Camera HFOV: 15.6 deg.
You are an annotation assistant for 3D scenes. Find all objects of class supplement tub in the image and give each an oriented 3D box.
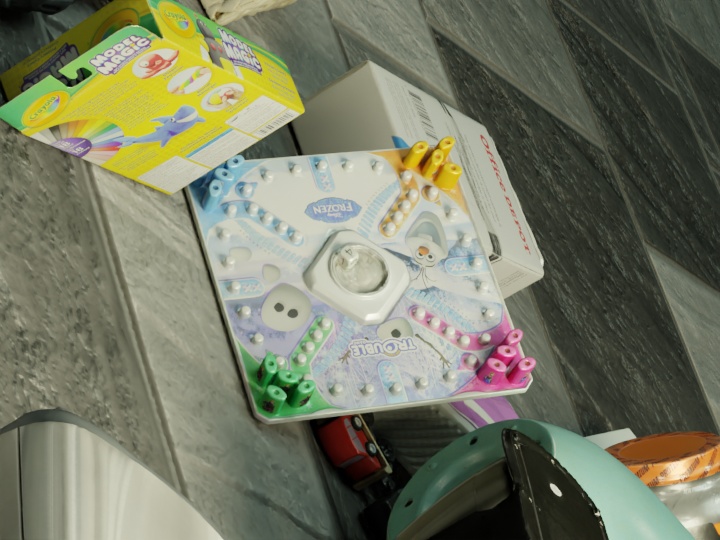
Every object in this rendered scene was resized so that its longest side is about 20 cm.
[{"bbox_3d":[0.238,0.229,1.967,0.123,0.122,0.201,-34,115,-70],"label":"supplement tub"}]

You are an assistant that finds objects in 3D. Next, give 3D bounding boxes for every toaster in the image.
[{"bbox_3d":[-0.131,0.172,1.274,0.200,0.113,0.130,46,28,-39],"label":"toaster"}]

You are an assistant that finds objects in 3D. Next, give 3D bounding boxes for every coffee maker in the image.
[{"bbox_3d":[0.041,0.212,1.493,0.135,0.200,0.192,51,20,-15],"label":"coffee maker"}]

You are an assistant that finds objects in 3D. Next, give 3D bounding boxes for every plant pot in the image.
[{"bbox_3d":[0.109,0.193,1.667,0.161,0.200,0.201,53,21,-26],"label":"plant pot"}]

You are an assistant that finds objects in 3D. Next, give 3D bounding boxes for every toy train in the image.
[{"bbox_3d":[-0.007,0.113,1.758,0.046,0.034,0.201,-27,88,-57],"label":"toy train"}]

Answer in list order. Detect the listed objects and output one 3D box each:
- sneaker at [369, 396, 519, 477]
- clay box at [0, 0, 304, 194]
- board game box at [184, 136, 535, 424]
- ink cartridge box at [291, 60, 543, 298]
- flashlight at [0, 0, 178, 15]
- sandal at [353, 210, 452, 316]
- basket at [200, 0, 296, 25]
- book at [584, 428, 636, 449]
[{"bbox_3d":[0.042,0.082,1.825,0.201,0.073,0.114,54,24,13],"label":"sneaker"},{"bbox_3d":[-0.135,-0.114,1.640,0.200,0.115,0.048,25,39,-59],"label":"clay box"},{"bbox_3d":[0.000,0.000,1.754,0.199,0.026,0.201,-5,59,-23],"label":"board game box"},{"bbox_3d":[0.046,-0.058,2.035,0.200,0.084,0.145,23,42,-57],"label":"ink cartridge box"},{"bbox_3d":[-0.177,-0.196,1.728,0.200,0.068,0.068,-2,93,-69],"label":"flashlight"},{"bbox_3d":[0.011,-0.018,1.830,0.202,0.050,0.082,38,-4,18],"label":"sandal"},{"bbox_3d":[-0.046,-0.300,1.996,0.161,0.199,0.198,65,20,-3],"label":"basket"},{"bbox_3d":[0.201,0.199,2.125,0.134,0.048,0.200,63,24,10],"label":"book"}]
